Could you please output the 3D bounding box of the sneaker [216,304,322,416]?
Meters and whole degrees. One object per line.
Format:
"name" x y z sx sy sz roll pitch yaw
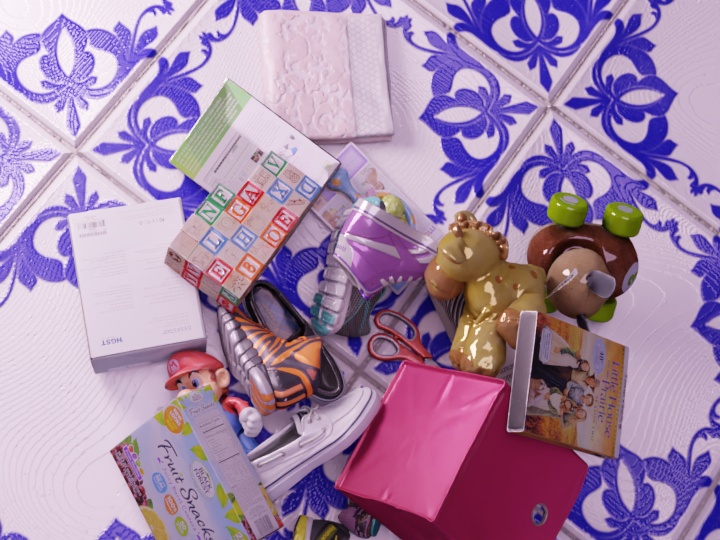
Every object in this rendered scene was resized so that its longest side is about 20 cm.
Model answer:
"sneaker" -0.112 0.106 1.666 0.111 0.078 0.201 -17 45 -20

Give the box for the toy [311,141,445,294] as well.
"toy" 0.021 -0.079 1.794 0.200 0.047 0.115 44 75 4

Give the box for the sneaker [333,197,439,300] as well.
"sneaker" 0.053 -0.001 1.694 0.199 0.073 0.115 28 87 -17

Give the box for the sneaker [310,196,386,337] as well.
"sneaker" 0.000 0.000 1.749 0.091 0.077 0.202 21 88 -37

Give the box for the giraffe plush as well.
"giraffe plush" 0.152 0.016 1.621 0.162 0.173 0.200 43 89 -11

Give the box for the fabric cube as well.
"fabric cube" 0.129 0.257 1.605 0.199 0.199 0.197 44 68 -33

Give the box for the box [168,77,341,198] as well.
"box" -0.146 -0.150 1.771 0.199 0.036 0.145 37 91 1

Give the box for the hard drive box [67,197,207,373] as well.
"hard drive box" -0.297 0.019 1.696 0.154 0.077 0.203 -9 73 -11

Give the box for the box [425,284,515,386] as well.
"box" 0.168 0.087 1.762 0.081 0.068 0.202 -24 79 -13

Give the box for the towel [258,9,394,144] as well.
"towel" -0.049 -0.280 1.844 0.188 0.032 0.203 -2 75 -9

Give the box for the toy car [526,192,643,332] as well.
"toy car" 0.309 0.016 1.708 0.156 0.201 0.166 9 116 -6

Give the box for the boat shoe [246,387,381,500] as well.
"boat shoe" -0.063 0.205 1.608 0.200 0.073 0.067 -41 111 -14

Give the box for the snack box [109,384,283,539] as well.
"snack box" -0.208 0.271 1.601 0.067 0.168 0.202 -20 78 -50

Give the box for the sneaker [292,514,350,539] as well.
"sneaker" -0.051 0.415 1.633 0.083 0.075 0.203 2 75 -1

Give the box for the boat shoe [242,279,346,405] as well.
"boat shoe" -0.091 0.097 1.724 0.068 0.057 0.200 -38 84 -16

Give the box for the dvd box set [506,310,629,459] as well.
"dvd box set" 0.259 0.144 1.569 0.199 0.029 0.148 21 73 -42

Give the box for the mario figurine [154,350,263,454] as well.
"mario figurine" -0.198 0.198 1.656 0.123 0.106 0.201 -29 83 -13

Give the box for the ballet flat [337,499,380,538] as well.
"ballet flat" 0.029 0.257 1.703 0.071 0.069 0.201 23 72 18

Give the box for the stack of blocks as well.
"stack of blocks" -0.154 -0.061 1.683 0.115 0.059 0.201 35 64 1

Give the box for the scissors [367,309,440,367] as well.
"scissors" 0.099 0.125 1.769 0.198 0.014 0.074 29 71 1
